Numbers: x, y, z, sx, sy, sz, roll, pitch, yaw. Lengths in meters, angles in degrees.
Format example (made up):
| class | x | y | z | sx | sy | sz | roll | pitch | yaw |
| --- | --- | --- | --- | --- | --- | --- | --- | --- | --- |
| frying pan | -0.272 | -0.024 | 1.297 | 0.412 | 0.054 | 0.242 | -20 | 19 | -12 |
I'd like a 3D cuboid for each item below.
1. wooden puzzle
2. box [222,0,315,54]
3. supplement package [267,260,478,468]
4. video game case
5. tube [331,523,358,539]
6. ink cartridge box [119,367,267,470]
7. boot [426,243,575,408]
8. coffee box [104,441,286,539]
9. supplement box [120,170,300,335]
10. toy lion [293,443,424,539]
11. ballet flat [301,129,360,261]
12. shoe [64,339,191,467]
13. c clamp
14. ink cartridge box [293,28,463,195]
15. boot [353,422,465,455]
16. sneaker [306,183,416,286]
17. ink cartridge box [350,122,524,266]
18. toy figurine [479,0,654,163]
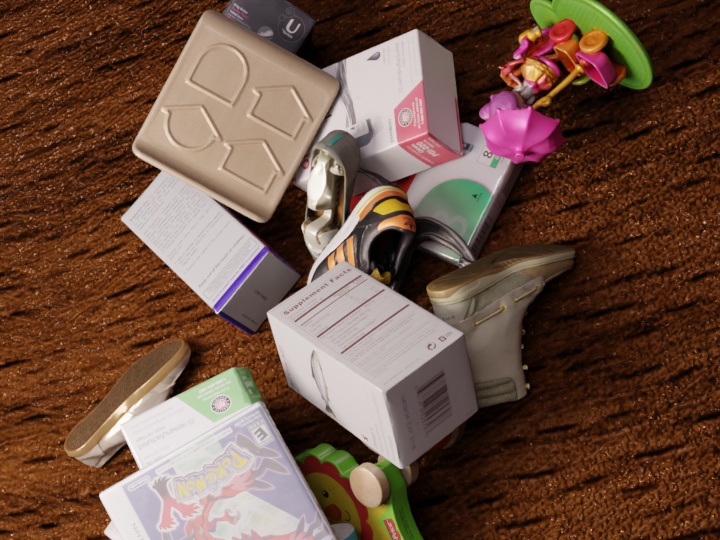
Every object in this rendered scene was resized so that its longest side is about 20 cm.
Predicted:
| class | x | y | z | sx | sy | sz | roll | pitch | yaw |
| --- | --- | --- | --- | --- | --- | --- | --- | --- | --- |
| wooden puzzle | -0.148 | -0.183 | 1.645 | 0.185 | 0.046 | 0.201 | 28 | 84 | -6 |
| box | -0.153 | -0.249 | 1.734 | 0.106 | 0.122 | 0.200 | 33 | 87 | -4 |
| supplement package | 0.012 | 0.097 | 1.479 | 0.117 | 0.117 | 0.200 | -35 | 42 | -24 |
| video game case | -0.146 | 0.265 | 1.444 | 0.199 | 0.023 | 0.183 | -30 | 84 | 1 |
| tube | -0.003 | 0.374 | 1.491 | 0.077 | 0.050 | 0.201 | -12 | 103 | 23 |
| ink cartridge box | -0.151 | 0.225 | 1.502 | 0.145 | 0.088 | 0.201 | -26 | 85 | 2 |
| boot | 0.169 | 0.061 | 1.541 | 0.072 | 0.199 | 0.155 | 6 | 112 | 54 |
| coffee box | -0.191 | 0.252 | 1.610 | 0.080 | 0.114 | 0.200 | 33 | 87 | 27 |
| supplement box | -0.186 | -0.028 | 1.710 | 0.200 | 0.101 | 0.103 | 40 | 90 | 28 |
| toy lion | 0.001 | 0.283 | 1.519 | 0.191 | 0.069 | 0.201 | -25 | 91 | 47 |
| ballet flat | -0.044 | -0.071 | 1.623 | 0.067 | 0.064 | 0.201 | 25 | 127 | 23 |
| shoe | -0.281 | 0.166 | 1.717 | 0.200 | 0.053 | 0.070 | -44 | 30 | -1 |
| c clamp | 0.084 | 0.045 | 1.592 | 0.170 | 0.027 | 0.201 | 22 | 101 | 35 |
| ink cartridge box | 0.014 | -0.184 | 1.667 | 0.199 | 0.085 | 0.146 | -19 | 64 | 32 |
| boot | 0.011 | 0.147 | 1.558 | 0.200 | 0.107 | 0.075 | 28 | 120 | 30 |
| sneaker | 0.000 | 0.000 | 1.596 | 0.200 | 0.070 | 0.090 | -58 | 31 | 26 |
| ink cartridge box | 0.079 | -0.108 | 1.659 | 0.199 | 0.050 | 0.161 | 24 | 83 | 25 |
| toy figurine | 0.203 | -0.210 | 1.580 | 0.184 | 0.150 | 0.200 | -46 | 39 | -7 |
